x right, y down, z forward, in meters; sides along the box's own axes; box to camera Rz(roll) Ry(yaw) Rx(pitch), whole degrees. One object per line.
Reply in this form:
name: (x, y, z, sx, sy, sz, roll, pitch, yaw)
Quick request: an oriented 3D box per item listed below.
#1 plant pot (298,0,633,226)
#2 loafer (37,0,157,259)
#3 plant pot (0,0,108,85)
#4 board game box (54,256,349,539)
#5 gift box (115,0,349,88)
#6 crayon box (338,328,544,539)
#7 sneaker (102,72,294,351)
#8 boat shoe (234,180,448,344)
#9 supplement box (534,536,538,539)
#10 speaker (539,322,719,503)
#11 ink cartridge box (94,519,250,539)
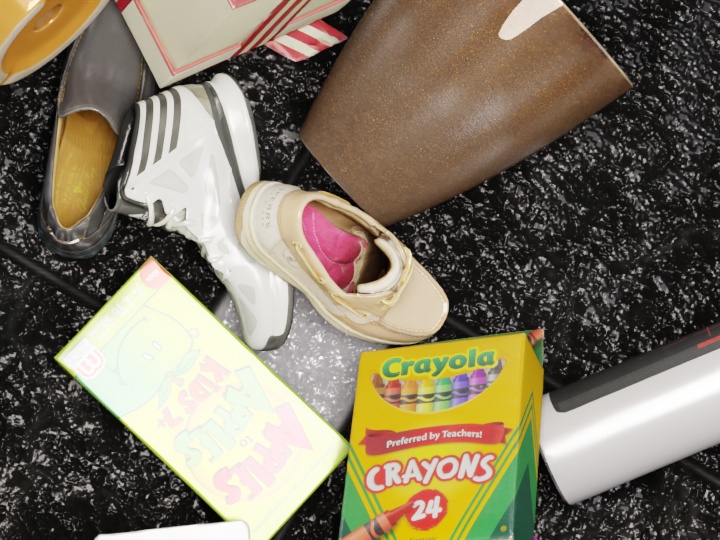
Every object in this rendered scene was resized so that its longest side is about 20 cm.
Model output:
plant pot: (0.058, -0.133, 1.683, 0.200, 0.187, 0.187, -42, 90, 6)
loafer: (-0.186, -0.109, 1.692, 0.073, 0.072, 0.201, 8, 83, -4)
plant pot: (-0.269, -0.234, 1.619, 0.200, 0.200, 0.183, -41, 83, -8)
board game box: (-0.112, 0.096, 1.693, 0.200, 0.048, 0.102, 43, 82, -1)
gift box: (-0.077, -0.246, 1.665, 0.200, 0.187, 0.185, -21, 85, -27)
crayon box: (0.058, 0.118, 1.642, 0.127, 0.051, 0.200, -8, 51, 19)
sneaker: (-0.122, -0.031, 1.673, 0.115, 0.076, 0.201, -15, 94, -23)
boat shoe: (0.000, 0.000, 1.660, 0.200, 0.069, 0.074, 30, 72, -39)
supplement box: (0.043, 0.253, 1.670, 0.200, 0.103, 0.101, -41, 89, -10)
speaker: (0.225, 0.093, 1.683, 0.200, 0.081, 0.081, -23, 87, 8)
ink cartridge box: (-0.125, 0.279, 1.662, 0.116, 0.068, 0.201, -5, 88, -7)
